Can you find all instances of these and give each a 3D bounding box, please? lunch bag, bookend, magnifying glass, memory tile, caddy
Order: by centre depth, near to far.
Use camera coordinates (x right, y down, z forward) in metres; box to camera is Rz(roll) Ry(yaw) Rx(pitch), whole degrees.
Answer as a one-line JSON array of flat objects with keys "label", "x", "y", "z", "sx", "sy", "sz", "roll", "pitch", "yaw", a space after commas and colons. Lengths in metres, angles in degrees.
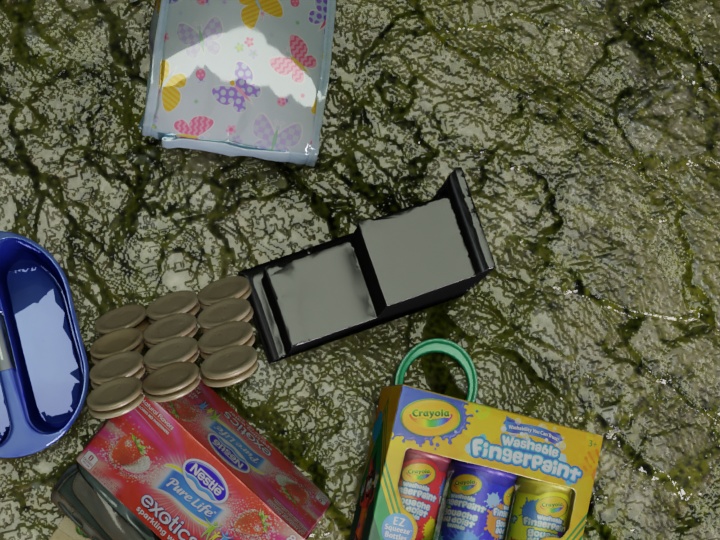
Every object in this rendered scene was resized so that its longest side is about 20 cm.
[{"label": "memory tile", "x": -0.164, "y": 0.065, "z": 1.548, "sx": 0.152, "sy": 0.200, "sz": 0.017, "roll": -16, "pitch": 114, "yaw": 1}, {"label": "bookend", "x": 0.000, "y": 0.000, "z": 1.571, "sx": 0.198, "sy": 0.199, "sz": 0.093, "roll": -19, "pitch": 84, "yaw": -7}, {"label": "caddy", "x": -0.318, "y": 0.067, "z": 1.576, "sx": 0.140, "sy": 0.105, "sz": 0.202, "roll": -15, "pitch": 84, "yaw": -8}, {"label": "lunch bag", "x": -0.112, "y": -0.200, "z": 1.627, "sx": 0.168, "sy": 0.127, "sz": 0.202, "roll": 6, "pitch": 72, "yaw": -7}, {"label": "magnifying glass", "x": 0.057, "y": 0.162, "z": 1.644, "sx": 0.079, "sy": 0.022, "sz": 0.202, "roll": 15, "pitch": 82, "yaw": -5}]

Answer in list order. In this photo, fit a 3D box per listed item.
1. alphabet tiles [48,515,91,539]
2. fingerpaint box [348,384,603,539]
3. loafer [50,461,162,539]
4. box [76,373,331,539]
[{"label": "alphabet tiles", "x": -0.226, "y": 0.308, "z": 1.603, "sx": 0.166, "sy": 0.006, "sz": 0.201, "roll": 34, "pitch": 80, "yaw": -1}, {"label": "fingerpaint box", "x": 0.103, "y": 0.207, "z": 1.601, "sx": 0.198, "sy": 0.073, "sz": 0.169, "roll": 16, "pitch": 81, "yaw": -13}, {"label": "loafer", "x": -0.198, "y": 0.252, "z": 1.585, "sx": 0.063, "sy": 0.072, "sz": 0.200, "roll": -41, "pitch": 80, "yaw": 10}, {"label": "box", "x": -0.137, "y": 0.185, "z": 1.568, "sx": 0.200, "sy": 0.095, "sz": 0.100, "roll": 43, "pitch": 110, "yaw": 1}]
